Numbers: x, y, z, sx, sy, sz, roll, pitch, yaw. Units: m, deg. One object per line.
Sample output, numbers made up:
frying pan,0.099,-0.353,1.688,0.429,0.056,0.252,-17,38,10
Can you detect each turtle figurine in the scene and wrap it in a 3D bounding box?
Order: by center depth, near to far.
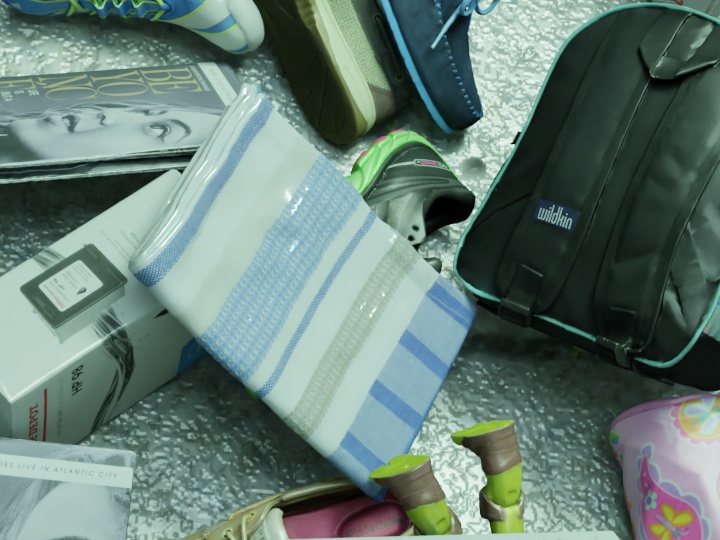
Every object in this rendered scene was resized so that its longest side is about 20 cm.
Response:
turtle figurine,0.063,0.172,1.213,0.200,0.064,0.162,-22,97,-1

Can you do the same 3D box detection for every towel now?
towel,-0.026,0.010,1.233,0.200,0.024,0.147,45,51,-19

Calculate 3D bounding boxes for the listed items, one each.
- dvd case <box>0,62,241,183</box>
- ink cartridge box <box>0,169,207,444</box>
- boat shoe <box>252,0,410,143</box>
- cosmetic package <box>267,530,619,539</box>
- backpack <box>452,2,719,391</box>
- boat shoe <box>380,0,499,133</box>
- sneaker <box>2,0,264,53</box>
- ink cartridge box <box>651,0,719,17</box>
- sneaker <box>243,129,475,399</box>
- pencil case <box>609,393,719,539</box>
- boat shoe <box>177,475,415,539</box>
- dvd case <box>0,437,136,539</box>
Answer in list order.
dvd case,-0.159,-0.087,1.310,0.199,0.016,0.149,-5,23,-14
ink cartridge box,-0.164,0.043,1.244,0.200,0.116,0.067,-35,72,-24
boat shoe,-0.028,-0.180,1.390,0.066,0.072,0.201,-26,98,-36
cosmetic package,0.045,0.186,1.120,0.199,0.113,0.081,-1,106,-10
backpack,0.175,-0.046,1.301,0.176,0.153,0.201,22,95,35
boat shoe,0.043,-0.183,1.378,0.068,0.084,0.200,-18,107,8
sneaker,-0.158,-0.178,1.394,0.200,0.076,0.105,40,81,9
ink cartridge box,0.184,-0.271,1.457,0.200,0.148,0.086,41,64,9
sneaker,0.000,0.000,1.324,0.084,0.077,0.200,34,63,10
pencil case,0.200,0.167,1.279,0.087,0.087,0.200,-6,65,-15
boat shoe,-0.047,0.155,1.239,0.200,0.069,0.074,-22,70,-21
dvd case,-0.202,0.186,1.181,0.148,0.016,0.201,7,84,-8
